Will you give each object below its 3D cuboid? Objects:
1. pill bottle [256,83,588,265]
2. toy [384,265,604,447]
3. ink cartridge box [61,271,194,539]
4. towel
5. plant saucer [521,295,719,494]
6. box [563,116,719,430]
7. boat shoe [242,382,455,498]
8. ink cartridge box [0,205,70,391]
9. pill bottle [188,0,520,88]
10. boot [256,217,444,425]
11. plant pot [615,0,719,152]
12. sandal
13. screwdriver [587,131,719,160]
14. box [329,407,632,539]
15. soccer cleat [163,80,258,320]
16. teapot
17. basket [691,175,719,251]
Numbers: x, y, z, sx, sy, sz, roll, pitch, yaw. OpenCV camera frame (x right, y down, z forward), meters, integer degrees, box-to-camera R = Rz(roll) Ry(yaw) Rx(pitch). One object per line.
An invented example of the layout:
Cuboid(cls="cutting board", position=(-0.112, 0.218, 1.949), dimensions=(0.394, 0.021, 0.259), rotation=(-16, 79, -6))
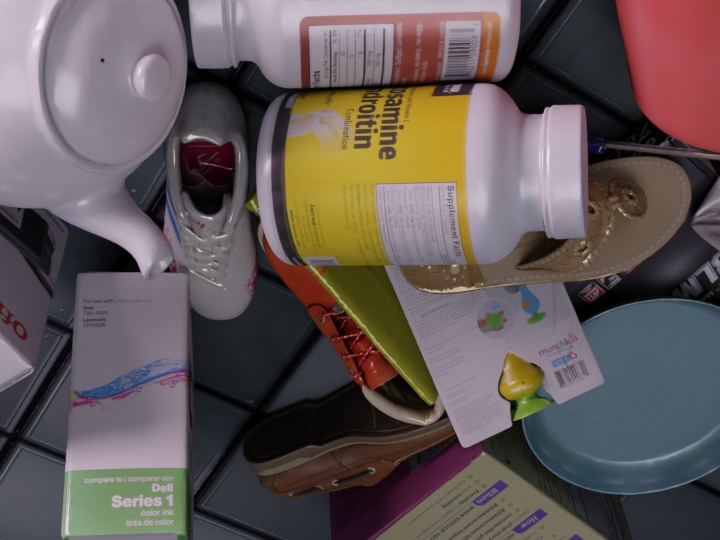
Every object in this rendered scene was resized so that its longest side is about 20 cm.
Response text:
Cuboid(cls="pill bottle", position=(0.042, -0.060, 0.778), dimensions=(0.197, 0.113, 0.113), rotation=(-1, 126, 13))
Cuboid(cls="toy", position=(0.083, 0.013, 0.894), dimensions=(0.114, 0.047, 0.202), rotation=(-23, 83, -7))
Cuboid(cls="ink cartridge box", position=(-0.162, 0.121, 0.888), dimensions=(0.083, 0.202, 0.145), rotation=(0, 147, -7))
Cuboid(cls="towel", position=(0.000, 0.000, 0.882), dimensions=(0.018, 0.086, 0.200), rotation=(-27, 110, 41))
Cuboid(cls="plant saucer", position=(0.223, 0.096, 0.968), dimensions=(0.197, 0.028, 0.202), rotation=(-1, 125, -1))
Cuboid(cls="box", position=(0.220, 0.007, 0.951), dimensions=(0.198, 0.050, 0.200), rotation=(37, 115, -24))
Cuboid(cls="boat shoe", position=(0.005, 0.137, 1.017), dimensions=(0.198, 0.072, 0.068), rotation=(-15, 129, 18))
Cuboid(cls="ink cartridge box", position=(-0.270, -0.025, 0.798), dimensions=(0.084, 0.201, 0.145), rotation=(-28, 123, 16))
Cuboid(cls="pill bottle", position=(-0.005, -0.172, 0.770), dimensions=(0.197, 0.113, 0.113), rotation=(-2, 125, -3))
Cuboid(cls="boot", position=(-0.001, 0.031, 0.916), dimensions=(0.075, 0.108, 0.200), rotation=(-35, 118, 22))
Cuboid(cls="plant pot", position=(0.236, -0.182, 0.744), dimensions=(0.198, 0.202, 0.178), rotation=(-8, 137, 2))
Cuboid(cls="sandal", position=(0.128, -0.027, 0.830), dimensions=(0.209, 0.070, 0.079), rotation=(-14, 88, 3))
Cuboid(cls="screwdriver", position=(0.179, -0.081, 0.827), dimensions=(0.199, 0.028, 0.029), rotation=(14, 162, 38))
Cuboid(cls="box", position=(0.104, 0.220, 1.060), dimensions=(0.199, 0.097, 0.176), rotation=(37, 115, -25))
Cuboid(cls="soccer cleat", position=(-0.110, -0.033, 0.874), dimensions=(0.069, 0.087, 0.202), rotation=(-2, 125, -2))
Cuboid(cls="teapot", position=(-0.171, -0.128, 0.726), dimensions=(0.145, 0.199, 0.200), rotation=(13, 165, 34))
Cuboid(cls="basket", position=(0.349, -0.064, 0.835), dimensions=(0.123, 0.136, 0.201), rotation=(28, 102, -29))
